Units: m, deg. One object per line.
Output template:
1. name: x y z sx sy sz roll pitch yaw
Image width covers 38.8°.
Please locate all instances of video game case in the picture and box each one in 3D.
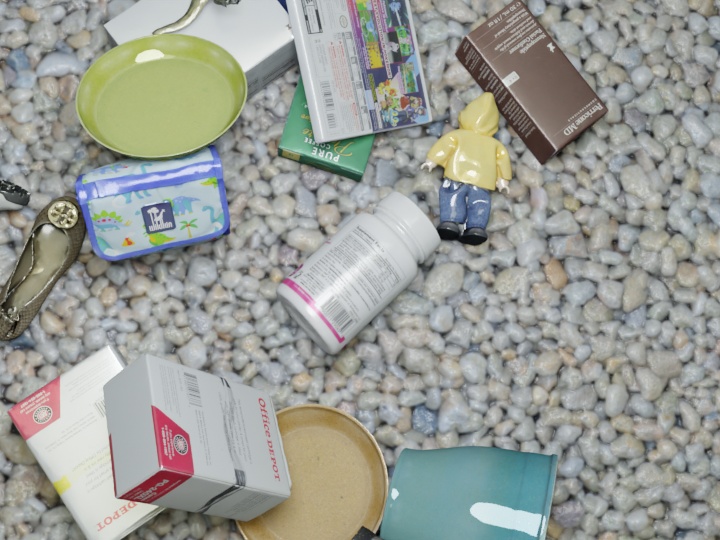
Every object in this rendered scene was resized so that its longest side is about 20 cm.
1. video game case: 0.000 -0.277 1.320 0.181 0.023 0.202 -15 96 -33

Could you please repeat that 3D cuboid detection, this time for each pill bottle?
1. pill bottle: 0.000 0.000 1.294 0.200 0.113 0.113 -42 87 -12

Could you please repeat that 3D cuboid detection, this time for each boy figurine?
1. boy figurine: 0.142 -0.140 1.362 0.123 0.064 0.202 9 79 -5

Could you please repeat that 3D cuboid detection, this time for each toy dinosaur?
1. toy dinosaur: -0.170 -0.358 1.252 0.088 0.047 0.201 24 80 30

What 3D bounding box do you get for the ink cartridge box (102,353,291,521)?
1. ink cartridge box: -0.186 0.197 1.177 0.083 0.199 0.146 -36 51 25

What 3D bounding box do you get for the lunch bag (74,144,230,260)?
1. lunch bag: -0.247 -0.087 1.235 0.169 0.200 0.128 -13 82 -10

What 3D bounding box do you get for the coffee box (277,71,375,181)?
1. coffee box: -0.028 -0.231 1.365 0.122 0.044 0.201 16 78 -6

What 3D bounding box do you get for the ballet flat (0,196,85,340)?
1. ballet flat: -0.406 -0.004 1.280 0.067 0.046 0.201 28 78 -2

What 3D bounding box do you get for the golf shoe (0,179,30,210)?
1. golf shoe: -0.513 -0.077 1.275 0.198 0.078 0.095 4 97 -5

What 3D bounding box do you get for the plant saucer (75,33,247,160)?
1. plant saucer: -0.231 -0.199 1.198 0.198 0.031 0.201 0 55 0

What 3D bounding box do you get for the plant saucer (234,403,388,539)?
1. plant saucer: -0.061 0.267 1.262 0.199 0.035 0.202 -2 76 9

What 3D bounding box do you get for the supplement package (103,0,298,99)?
1. supplement package: -0.201 -0.291 1.322 0.200 0.111 0.156 -37 87 -12

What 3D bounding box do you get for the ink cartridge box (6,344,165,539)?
1. ink cartridge box: -0.305 0.214 1.236 0.145 0.083 0.201 -33 85 -11

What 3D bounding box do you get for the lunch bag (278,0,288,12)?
1. lunch bag: -0.065 -0.445 1.356 0.199 0.133 0.136 -25 68 -10

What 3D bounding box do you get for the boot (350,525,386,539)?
1. boot: 0.035 0.401 1.187 0.131 0.201 0.070 22 38 20

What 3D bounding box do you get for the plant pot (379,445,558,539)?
1. plant pot: 0.125 0.298 1.227 0.187 0.200 0.202 13 79 10

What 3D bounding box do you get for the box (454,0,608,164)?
1. box: 0.230 -0.256 1.388 0.100 0.075 0.200 -38 88 -12
